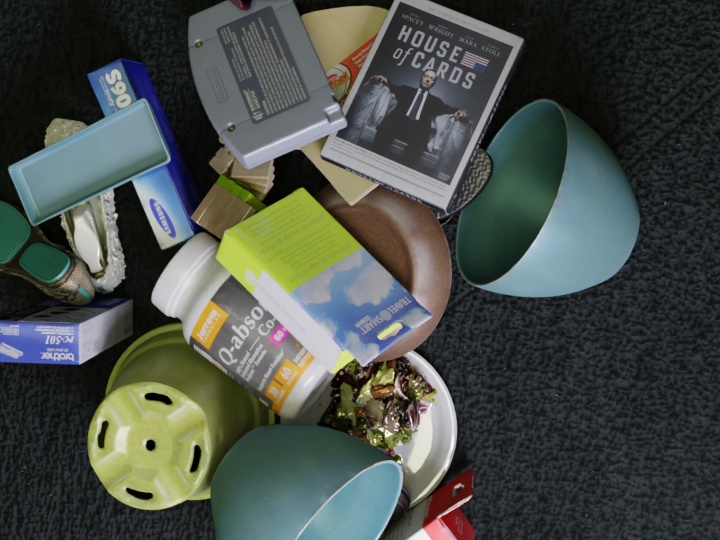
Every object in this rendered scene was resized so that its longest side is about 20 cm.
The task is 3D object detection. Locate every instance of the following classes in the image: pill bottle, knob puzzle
[{"bbox_3d":[-0.115,0.057,1.445,0.199,0.116,0.117,36,98,8],"label":"pill bottle"},{"bbox_3d":[-0.002,-0.196,1.478,0.216,0.030,0.223,-1,78,6],"label":"knob puzzle"}]

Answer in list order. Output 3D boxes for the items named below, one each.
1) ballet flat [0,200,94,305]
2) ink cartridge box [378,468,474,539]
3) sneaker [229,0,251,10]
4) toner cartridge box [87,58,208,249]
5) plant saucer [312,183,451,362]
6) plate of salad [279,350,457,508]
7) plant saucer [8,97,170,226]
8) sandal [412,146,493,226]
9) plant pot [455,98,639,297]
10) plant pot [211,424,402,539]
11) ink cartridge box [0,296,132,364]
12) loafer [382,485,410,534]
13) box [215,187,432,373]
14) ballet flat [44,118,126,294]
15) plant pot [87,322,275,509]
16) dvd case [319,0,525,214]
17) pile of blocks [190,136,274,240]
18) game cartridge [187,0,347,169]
[{"bbox_3d":[-0.358,-0.011,1.510,0.199,0.076,0.068,30,73,38],"label":"ballet flat"},{"bbox_3d":[0.058,0.307,1.483,0.199,0.116,0.068,-37,93,9],"label":"ink cartridge box"},{"bbox_3d":[-0.081,-0.357,1.439,0.116,0.075,0.201,48,110,30],"label":"sneaker"},{"bbox_3d":[-0.225,-0.125,1.485,0.043,0.095,0.202,-22,92,9],"label":"toner cartridge box"},{"bbox_3d":[0.000,0.000,1.471,0.198,0.037,0.204,3,96,24],"label":"plant saucer"},{"bbox_3d":[0.007,0.175,1.511,0.197,0.048,0.203,1,95,7],"label":"plate of salad"},{"bbox_3d":[-0.284,-0.113,1.449,0.198,0.019,0.071,-22,93,26],"label":"plant saucer"},{"bbox_3d":[0.064,-0.070,1.481,0.200,0.045,0.076,-41,73,26],"label":"sandal"},{"bbox_3d":[0.206,-0.056,1.410,0.133,0.200,0.202,21,98,-21],"label":"plant pot"},{"bbox_3d":[-0.072,0.233,1.378,0.134,0.200,0.201,37,99,25],"label":"plant pot"},{"bbox_3d":[-0.312,0.061,1.458,0.093,0.200,0.045,2,96,6],"label":"ink cartridge box"},{"bbox_3d":[-0.037,0.287,1.503,0.198,0.063,0.072,-18,122,17],"label":"loafer"},{"bbox_3d":[-0.037,0.015,1.402,0.200,0.121,0.048,44,137,15],"label":"box"},{"bbox_3d":[-0.303,-0.073,1.513,0.071,0.072,0.203,-16,93,7],"label":"ballet flat"},{"bbox_3d":[-0.202,0.167,1.464,0.197,0.184,0.204,1,95,6],"label":"plant pot"},{"bbox_3d":[0.066,-0.178,1.437,0.149,0.025,0.202,23,82,13],"label":"dvd case"},{"bbox_3d":[-0.114,-0.116,1.469,0.081,0.062,0.203,6,75,26],"label":"pile of blocks"},{"bbox_3d":[-0.106,-0.204,1.441,0.132,0.042,0.202,-25,61,4],"label":"game cartridge"}]
